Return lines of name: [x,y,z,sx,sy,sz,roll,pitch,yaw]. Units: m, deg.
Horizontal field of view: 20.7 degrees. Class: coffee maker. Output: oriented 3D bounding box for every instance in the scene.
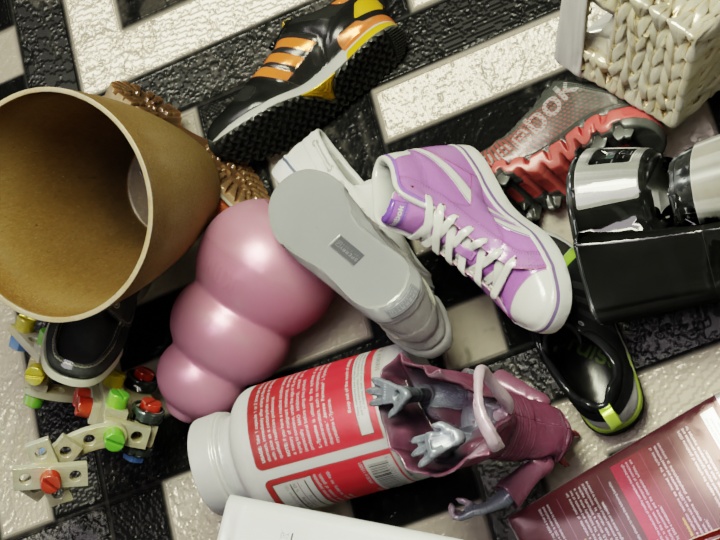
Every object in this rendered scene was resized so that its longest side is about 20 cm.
coffee maker: [0.272,-0.016,1.513,0.200,0.135,0.192,-11,81,26]

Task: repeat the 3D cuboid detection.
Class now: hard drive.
hard drive: [-0.025,0.252,1.494,0.200,0.026,0.132,8,76,24]

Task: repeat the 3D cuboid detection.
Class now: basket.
basket: [0.266,-0.226,1.557,0.123,0.136,0.200,40,66,22]

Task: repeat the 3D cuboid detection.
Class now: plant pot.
plant pot: [-0.204,-0.064,1.637,0.186,0.200,0.187,4,99,24]

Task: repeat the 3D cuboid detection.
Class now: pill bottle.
pill bottle: [-0.035,0.137,1.617,0.200,0.112,0.112,-17,68,18]

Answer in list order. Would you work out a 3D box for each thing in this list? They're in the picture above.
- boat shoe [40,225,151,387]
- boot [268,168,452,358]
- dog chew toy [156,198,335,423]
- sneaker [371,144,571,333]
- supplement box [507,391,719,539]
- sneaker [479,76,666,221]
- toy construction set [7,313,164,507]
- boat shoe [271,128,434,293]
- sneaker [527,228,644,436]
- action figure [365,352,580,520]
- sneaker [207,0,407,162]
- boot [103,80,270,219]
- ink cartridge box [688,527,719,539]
boat shoe: [-0.228,0.025,1.702,0.072,0.068,0.200,15,37,2]
boot: [0.000,0.000,1.591,0.074,0.096,0.200,-40,45,-1]
dog chew toy: [-0.105,0.040,1.679,0.125,0.125,0.200,36,97,28]
sneaker: [0.076,-0.021,1.547,0.200,0.114,0.073,53,131,37]
supplement box: [0.227,0.191,1.514,0.200,0.061,0.109,-31,64,11]
sneaker: [0.159,-0.105,1.636,0.200,0.071,0.098,-23,48,27]
toy construction set: [-0.242,0.116,1.691,0.200,0.131,0.092,-99,28,-53]
boat shoe: [0.003,-0.049,1.682,0.065,0.074,0.200,-49,63,7]
sneaker: [0.168,0.041,1.575,0.072,0.083,0.200,-34,63,10]
action figure: [0.108,0.111,1.519,0.149,0.200,0.134,-31,57,42]
sneaker: [-0.059,-0.177,1.753,0.200,0.070,0.090,-34,59,1]
boot: [-0.168,-0.076,1.777,0.200,0.075,0.107,37,109,24]
ink cartridge box: [0.258,0.232,1.408,0.160,0.200,0.047,-25,65,15]
